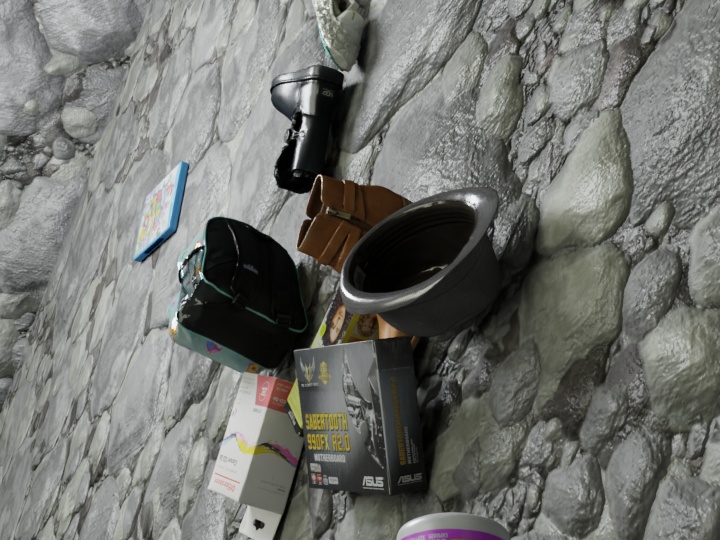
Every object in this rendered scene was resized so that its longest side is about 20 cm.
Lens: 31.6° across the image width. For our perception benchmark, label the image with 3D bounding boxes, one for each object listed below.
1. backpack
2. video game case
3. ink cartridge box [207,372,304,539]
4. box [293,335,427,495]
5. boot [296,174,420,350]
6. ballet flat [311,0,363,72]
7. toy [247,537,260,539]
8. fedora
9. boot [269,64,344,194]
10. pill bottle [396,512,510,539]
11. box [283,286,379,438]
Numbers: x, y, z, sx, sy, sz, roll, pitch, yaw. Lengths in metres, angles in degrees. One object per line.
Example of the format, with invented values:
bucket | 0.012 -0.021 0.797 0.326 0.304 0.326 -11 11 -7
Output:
backpack | -0.170 0.030 1.730 0.154 0.175 0.201 -49 28 33
video game case | -0.391 -0.113 2.488 0.200 0.018 0.145 -31 45 55
ink cartridge box | -0.131 0.238 1.626 0.116 0.067 0.202 -3 69 64
box | -0.004 0.157 1.376 0.199 0.048 0.160 -12 84 62
boot | 0.000 0.000 1.407 0.074 0.153 0.202 -30 47 55
ballet flat | -0.029 -0.360 1.834 0.072 0.071 0.201 -58 28 27
toy | -0.194 0.415 1.647 0.199 0.047 0.116 -22 27 41
fedora | 0.074 0.004 1.291 0.199 0.091 0.178 -14 34 39
boot | -0.095 -0.197 1.842 0.200 0.076 0.170 -4 71 65
pill bottle | 0.079 0.317 1.082 0.104 0.103 0.202 -41 38 48
box | -0.025 0.102 1.521 0.202 0.050 0.075 -66 25 14
